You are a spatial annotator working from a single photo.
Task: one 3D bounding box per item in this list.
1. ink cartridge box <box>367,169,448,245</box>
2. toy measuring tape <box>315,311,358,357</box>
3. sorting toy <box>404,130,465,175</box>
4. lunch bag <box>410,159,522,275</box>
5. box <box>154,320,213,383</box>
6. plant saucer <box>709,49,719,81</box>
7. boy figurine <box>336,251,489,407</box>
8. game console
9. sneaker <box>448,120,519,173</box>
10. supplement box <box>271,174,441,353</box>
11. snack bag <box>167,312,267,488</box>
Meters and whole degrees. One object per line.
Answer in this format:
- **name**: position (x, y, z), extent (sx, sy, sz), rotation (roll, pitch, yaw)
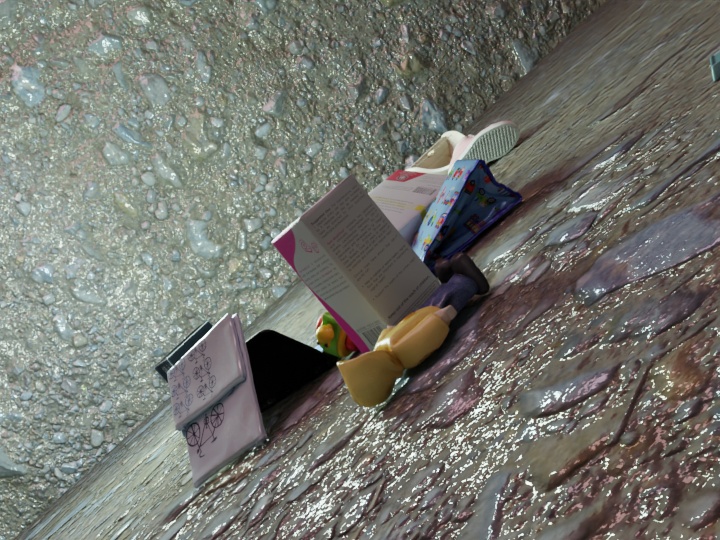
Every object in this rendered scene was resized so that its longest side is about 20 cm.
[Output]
- **ink cartridge box**: position (0.068, -0.088, 1.366), extent (0.144, 0.084, 0.200), rotation (15, 43, 41)
- **toy measuring tape**: position (-0.011, 0.083, 1.157), extent (0.073, 0.074, 0.200), rotation (-37, -9, 27)
- **sorting toy**: position (0.231, -0.270, 1.920), extent (0.200, 0.107, 0.179), rotation (-45, 15, -35)
- **lunch bag**: position (0.134, -0.068, 1.210), extent (0.200, 0.094, 0.151), rotation (-50, 9, 2)
- **box**: position (-0.581, 0.295, 2.698), extent (0.200, 0.124, 0.196), rotation (-45, 9, -29)
- **plant saucer**: position (0.489, -0.292, 0.893), extent (0.199, 0.019, 0.070), rotation (-36, 9, 33)
- **boy figurine**: position (0.051, 0.067, 0.848), extent (0.200, 0.065, 0.124), rotation (-41, 9, -25)
- **game console**: position (-0.129, 0.132, 1.218), extent (0.200, 0.117, 0.176), rotation (-36, 8, 35)
- **sneaker**: position (0.271, -0.283, 1.739), extent (0.200, 0.075, 0.105), rotation (-40, 23, 39)
- **supplement box**: position (0.000, 0.000, 0.970), extent (0.103, 0.200, 0.101), rotation (-44, 8, -30)
- **snack bag**: position (-0.213, 0.191, 1.128), extent (0.021, 0.201, 0.188), rotation (12, -40, -43)
